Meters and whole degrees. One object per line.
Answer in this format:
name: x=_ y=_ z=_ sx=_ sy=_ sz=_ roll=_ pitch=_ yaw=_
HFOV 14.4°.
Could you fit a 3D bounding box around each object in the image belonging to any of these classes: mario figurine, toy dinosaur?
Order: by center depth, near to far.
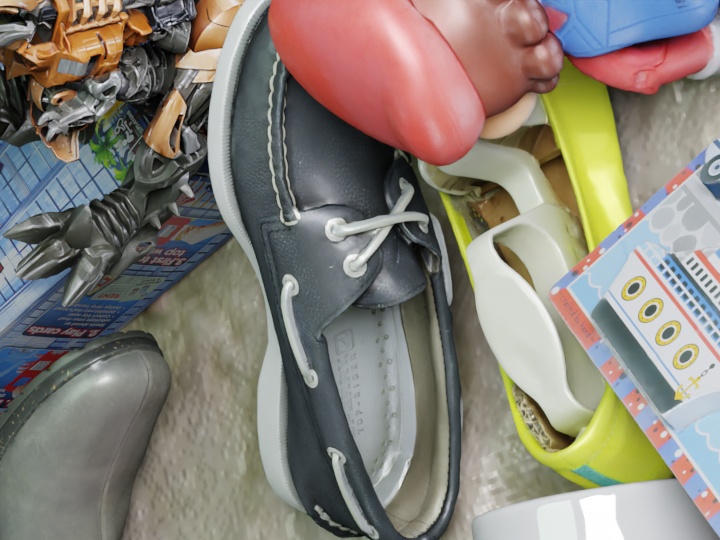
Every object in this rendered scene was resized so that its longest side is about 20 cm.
mario figurine: x=0.066 y=-0.107 z=0.860 sx=0.200 sy=0.106 sz=0.124 roll=-18 pitch=96 yaw=10
toy dinosaur: x=-0.071 y=-0.069 z=0.927 sx=0.136 sy=0.200 sz=0.102 roll=-51 pitch=40 yaw=29

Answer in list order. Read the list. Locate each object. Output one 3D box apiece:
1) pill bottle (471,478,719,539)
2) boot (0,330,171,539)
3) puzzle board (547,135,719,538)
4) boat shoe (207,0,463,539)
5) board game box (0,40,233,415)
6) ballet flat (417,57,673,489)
pill bottle: x=0.085 y=0.166 z=0.844 sx=0.109 sy=0.109 sz=0.200 roll=-17 pitch=77 yaw=40
boot: x=-0.094 y=0.130 z=1.055 sx=0.131 sy=0.068 sz=0.200 roll=49 pitch=125 yaw=29
puzzle board: x=0.139 y=0.002 z=0.785 sx=0.151 sy=0.017 sz=0.200 roll=-41 pitch=31 yaw=6
boat shoe: x=0.000 y=0.000 z=0.935 sx=0.060 sy=0.076 sz=0.200 roll=25 pitch=135 yaw=46
board game box: x=-0.147 y=-0.033 z=1.111 sx=0.200 sy=0.062 sz=0.200 roll=-52 pitch=55 yaw=26
ballet flat: x=0.053 y=-0.020 z=0.921 sx=0.067 sy=0.067 sz=0.200 roll=-34 pitch=64 yaw=36
